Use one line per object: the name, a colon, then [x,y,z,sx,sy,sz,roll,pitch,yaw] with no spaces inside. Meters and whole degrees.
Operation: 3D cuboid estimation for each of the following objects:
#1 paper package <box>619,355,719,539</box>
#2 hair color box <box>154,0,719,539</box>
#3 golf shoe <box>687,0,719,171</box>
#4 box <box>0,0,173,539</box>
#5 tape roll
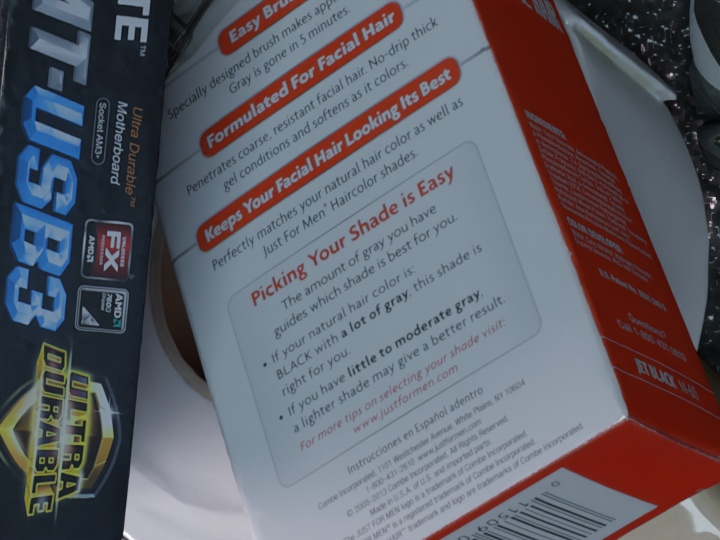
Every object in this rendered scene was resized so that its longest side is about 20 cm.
paper package: [0.082,0.142,0.893,0.200,0.104,0.191,45,109,-6]
hair color box: [0.010,-0.013,0.735,0.111,0.064,0.201,-33,58,23]
golf shoe: [0.192,-0.082,0.817,0.199,0.078,0.095,-9,105,12]
box: [-0.098,-0.031,0.770,0.049,0.198,0.201,5,89,-17]
tape roll: [0.000,0.000,0.822,0.201,0.071,0.204,-14,65,31]
